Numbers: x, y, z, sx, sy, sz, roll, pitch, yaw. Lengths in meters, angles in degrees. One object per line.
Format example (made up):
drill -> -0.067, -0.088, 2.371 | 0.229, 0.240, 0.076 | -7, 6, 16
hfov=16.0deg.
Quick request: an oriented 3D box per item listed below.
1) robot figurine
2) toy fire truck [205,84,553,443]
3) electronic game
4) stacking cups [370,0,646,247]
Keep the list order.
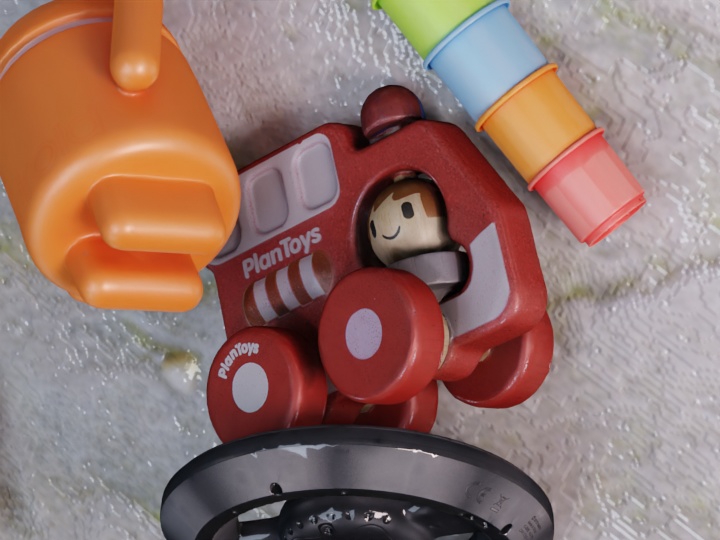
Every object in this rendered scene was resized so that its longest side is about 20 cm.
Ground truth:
robot figurine -> -0.130, -0.066, 1.322 | 0.200, 0.116, 0.144 | 63, 179, 43
toy fire truck -> 0.000, 0.000, 1.293 | 0.200, 0.112, 0.168 | -28, 69, 38
electronic game -> -0.002, 0.128, 1.293 | 0.200, 0.200, 0.042 | -23, 50, 37
stacking cups -> 0.064, -0.100, 1.245 | 0.200, 0.060, 0.060 | 52, 126, 4
